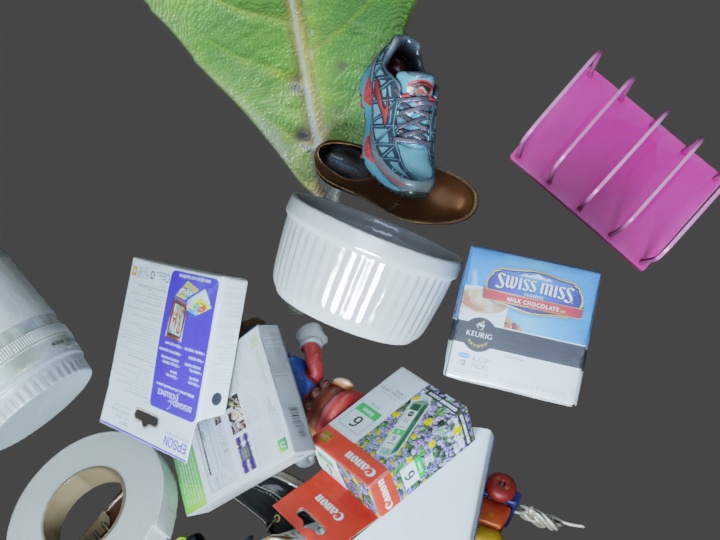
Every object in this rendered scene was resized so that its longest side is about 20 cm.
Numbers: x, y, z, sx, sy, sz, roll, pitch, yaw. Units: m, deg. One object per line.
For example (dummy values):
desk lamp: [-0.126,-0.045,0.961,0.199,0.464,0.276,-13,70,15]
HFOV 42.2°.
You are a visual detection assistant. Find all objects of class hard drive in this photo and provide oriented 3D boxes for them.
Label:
hard drive: [0.056,0.254,0.959,0.131,0.025,0.201,-1,52,26]

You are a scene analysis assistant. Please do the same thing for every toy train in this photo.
toy train: [0.138,0.285,1.000,0.199,0.085,0.116,17,44,7]

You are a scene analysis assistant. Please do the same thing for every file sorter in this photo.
file sorter: [0.284,-0.120,1.010,0.200,0.125,0.139,42,92,7]

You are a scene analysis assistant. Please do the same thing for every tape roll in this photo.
tape roll: [-0.300,0.276,1.045,0.202,0.037,0.204,-14,46,15]

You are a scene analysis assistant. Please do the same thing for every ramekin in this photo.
ramekin: [0.000,0.000,1.007,0.199,0.200,0.106,23,99,7]

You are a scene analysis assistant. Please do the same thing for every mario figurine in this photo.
mario figurine: [-0.065,0.142,1.076,0.199,0.106,0.124,33,127,18]

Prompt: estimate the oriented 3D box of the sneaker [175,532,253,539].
sneaker: [-0.124,0.346,1.060,0.199,0.072,0.083,11,87,7]

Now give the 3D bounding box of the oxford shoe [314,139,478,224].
oxford shoe: [0.038,-0.100,1.067,0.199,0.071,0.072,16,87,6]

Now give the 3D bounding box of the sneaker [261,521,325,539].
sneaker: [-0.057,0.295,0.943,0.073,0.199,0.085,56,137,20]

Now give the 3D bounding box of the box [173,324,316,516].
box: [-0.141,0.166,1.020,0.200,0.036,0.145,-34,64,35]

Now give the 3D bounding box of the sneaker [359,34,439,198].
sneaker: [0.045,-0.174,1.020,0.079,0.096,0.201,2,59,-23]

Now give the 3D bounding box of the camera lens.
camera lens: [-0.426,0.084,1.066,0.160,0.160,0.200,-41,83,3]

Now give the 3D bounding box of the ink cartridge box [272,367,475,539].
ink cartridge box: [0.008,0.191,0.957,0.200,0.109,0.051,-34,126,-23]

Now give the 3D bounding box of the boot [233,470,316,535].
boot: [-0.084,0.314,1.021,0.199,0.073,0.151,31,48,2]

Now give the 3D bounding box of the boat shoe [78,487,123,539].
boat shoe: [-0.291,0.322,1.081,0.076,0.072,0.201,34,91,7]

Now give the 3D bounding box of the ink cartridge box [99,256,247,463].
ink cartridge box: [-0.212,0.094,1.044,0.197,0.043,0.201,10,87,47]

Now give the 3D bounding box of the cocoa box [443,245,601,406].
cocoa box: [0.164,0.056,0.977,0.132,0.200,0.132,13,88,7]
